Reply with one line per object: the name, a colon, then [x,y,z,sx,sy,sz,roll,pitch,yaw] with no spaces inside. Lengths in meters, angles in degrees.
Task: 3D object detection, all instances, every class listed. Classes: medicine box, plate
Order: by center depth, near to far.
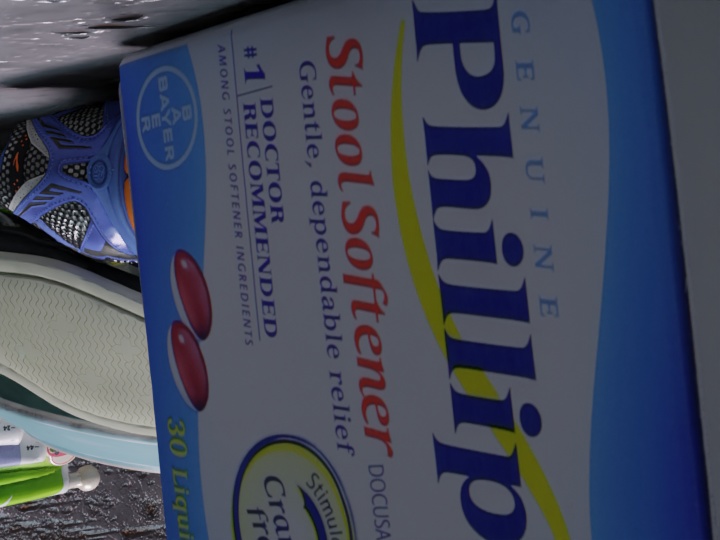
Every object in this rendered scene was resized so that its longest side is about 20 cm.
medicine box: [0.037,0.014,0.475,0.102,0.184,0.199,-4,177,-43]
plate: [-0.080,0.060,0.765,0.198,0.026,0.200,6,-173,-1]

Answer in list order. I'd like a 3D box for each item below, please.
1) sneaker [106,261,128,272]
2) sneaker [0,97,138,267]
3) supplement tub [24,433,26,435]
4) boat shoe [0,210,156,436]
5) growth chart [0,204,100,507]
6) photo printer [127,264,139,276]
sneaker: [-0.051,0.021,0.954,0.198,0.077,0.076,13,157,-5]
sneaker: [-0.071,-0.033,0.639,0.078,0.076,0.200,7,175,11]
supplement tub: [-0.259,0.043,0.876,0.199,0.146,0.144,-4,177,-43]
boat shoe: [-0.121,0.006,0.670,0.198,0.072,0.068,18,-140,15]
growth chart: [-0.179,0.039,0.822,0.144,0.202,0.018,-15,-143,-37]
photo printer: [0.000,0.000,0.827,0.198,0.070,0.166,10,-163,24]
